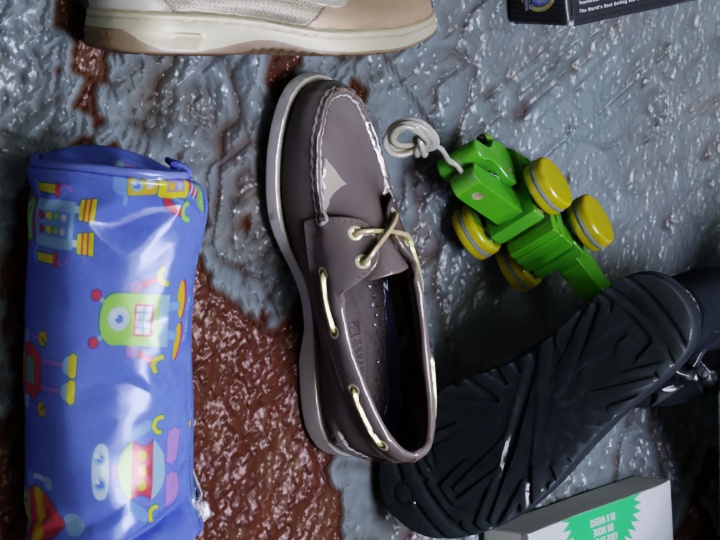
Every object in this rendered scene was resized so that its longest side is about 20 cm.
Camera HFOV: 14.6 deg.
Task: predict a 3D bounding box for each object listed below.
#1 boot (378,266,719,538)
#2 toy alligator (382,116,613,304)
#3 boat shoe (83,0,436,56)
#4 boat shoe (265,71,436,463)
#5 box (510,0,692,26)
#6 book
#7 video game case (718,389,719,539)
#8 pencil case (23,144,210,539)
[{"bbox_3d":[0.118,0.070,1.510,0.077,0.200,0.168,54,15,12],"label":"boot"},{"bbox_3d":[0.073,-0.045,1.481,0.200,0.059,0.054,37,30,-41],"label":"toy alligator"},{"bbox_3d":[-0.041,-0.136,1.341,0.199,0.071,0.065,-5,100,-42],"label":"boat shoe"},{"bbox_3d":[0.000,0.000,1.408,0.072,0.059,0.201,-18,108,-41],"label":"boat shoe"},{"bbox_3d":[0.159,-0.226,1.541,0.199,0.044,0.161,-15,107,-42],"label":"box"},{"bbox_3d":[0.129,0.228,1.583,0.133,0.048,0.201,-14,103,-45],"label":"book"},{"bbox_3d":[0.246,0.069,1.625,0.143,0.018,0.200,-55,156,-24],"label":"video game case"},{"bbox_3d":[-0.111,0.042,1.292,0.086,0.078,0.201,-1,98,-15],"label":"pencil case"}]
